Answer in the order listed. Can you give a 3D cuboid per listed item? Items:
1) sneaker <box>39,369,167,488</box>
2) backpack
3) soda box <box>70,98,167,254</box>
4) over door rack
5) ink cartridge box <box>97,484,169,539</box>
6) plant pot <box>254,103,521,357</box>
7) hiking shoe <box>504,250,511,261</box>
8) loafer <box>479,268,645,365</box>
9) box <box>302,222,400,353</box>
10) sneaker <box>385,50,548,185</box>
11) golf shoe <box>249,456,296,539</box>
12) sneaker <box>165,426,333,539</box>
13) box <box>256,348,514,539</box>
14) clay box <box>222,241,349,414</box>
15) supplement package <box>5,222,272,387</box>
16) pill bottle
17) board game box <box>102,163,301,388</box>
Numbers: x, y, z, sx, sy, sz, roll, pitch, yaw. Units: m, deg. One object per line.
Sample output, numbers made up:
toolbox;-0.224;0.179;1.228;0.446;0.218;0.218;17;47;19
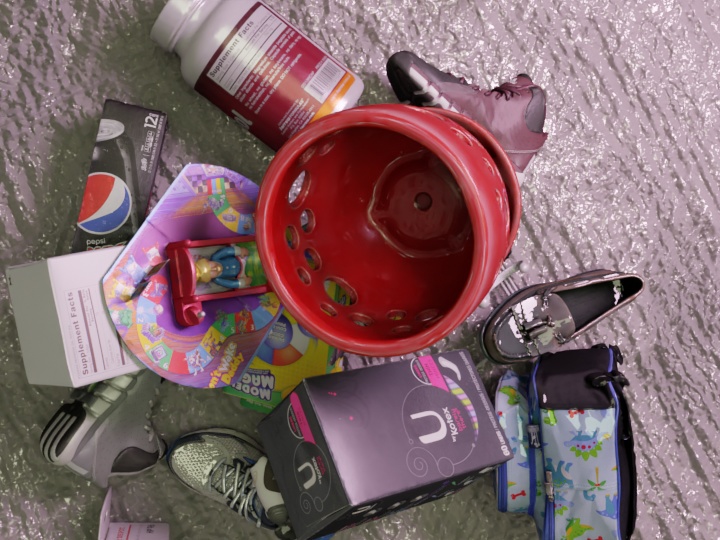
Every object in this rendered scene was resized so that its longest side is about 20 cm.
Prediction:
sneaker;-0.226;0.134;0.964;0.200;0.075;0.116;-53;126;-19
backpack;0.211;0.193;0.981;0.147;0.183;0.201;-5;97;13
soda box;-0.246;-0.065;0.943;0.063;0.071;0.200;12;90;-11
over door rack;0.102;0.048;1.010;0.200;0.067;0.148;-34;96;-7
ink cartridge box;-0.228;0.327;0.936;0.068;0.116;0.201;3;92;-11
plant pot;0.034;-0.045;0.807;0.200;0.182;0.201;5;104;19
hiking shoe;0.073;-0.064;0.977;0.087;0.074;0.200;-45;63;3
loafer;0.214;0.040;0.984;0.200;0.063;0.072;-22;91;-29
box;0.000;0.000;0.952;0.200;0.040;0.137;-28;93;24
sneaker;0.125;-0.188;1.010;0.200;0.076;0.116;43;79;-19
golf shoe;-0.030;0.190;0.951;0.078;0.200;0.095;-45;77;32
sneaker;-0.106;0.224;0.970;0.200;0.085;0.077;24;88;-9
box;0.025;0.160;0.882;0.200;0.106;0.122;-7;64;-38
clay box;-0.075;0.064;0.947;0.115;0.048;0.201;12;105;19
supplement package;-0.201;0.029;0.858;0.200;0.114;0.110;-13;94;-38
pill bottle;-0.105;-0.205;0.943;0.200;0.113;0.113;37;86;-8
board game box;-0.122;0.004;0.822;0.158;0.039;0.200;44;61;-26
